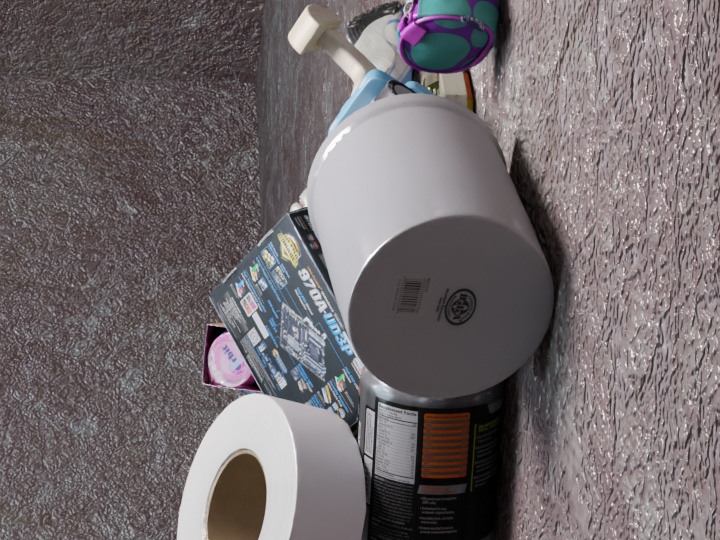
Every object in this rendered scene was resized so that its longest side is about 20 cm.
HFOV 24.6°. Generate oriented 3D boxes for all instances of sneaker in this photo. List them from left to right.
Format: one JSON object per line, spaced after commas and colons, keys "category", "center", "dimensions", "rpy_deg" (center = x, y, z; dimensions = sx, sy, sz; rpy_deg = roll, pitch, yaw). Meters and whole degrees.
{"category": "sneaker", "center": [0.026, -0.246, 1.881], "dimensions": [0.201, 0.071, 0.073], "rpy_deg": [-88, -23, -55]}

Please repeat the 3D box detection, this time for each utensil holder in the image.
{"category": "utensil holder", "center": [0.053, -0.020, 1.281], "dimensions": [0.200, 0.169, 0.171], "rpy_deg": [-108, 20, -59]}

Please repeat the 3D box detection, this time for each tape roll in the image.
{"category": "tape roll", "center": [-0.079, 0.209, 1.392], "dimensions": [0.202, 0.070, 0.204], "rpy_deg": [-30, 53, 49]}

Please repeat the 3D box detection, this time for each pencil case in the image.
{"category": "pencil case", "center": [0.072, -0.276, 1.422], "dimensions": [0.085, 0.092, 0.201], "rpy_deg": [-24, 58, 42]}

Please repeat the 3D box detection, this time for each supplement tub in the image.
{"category": "supplement tub", "center": [0.057, 0.143, 1.379], "dimensions": [0.123, 0.122, 0.201], "rpy_deg": [-115, 28, -73]}

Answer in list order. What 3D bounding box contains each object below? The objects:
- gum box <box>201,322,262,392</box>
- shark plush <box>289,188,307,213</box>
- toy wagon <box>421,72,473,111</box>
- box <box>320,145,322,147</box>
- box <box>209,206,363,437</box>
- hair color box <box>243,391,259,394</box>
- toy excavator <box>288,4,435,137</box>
{"category": "gum box", "center": [-0.047, 0.094, 1.691], "dimensions": [0.113, 0.199, 0.067], "rpy_deg": [-1, -84, -66]}
{"category": "shark plush", "center": [0.000, 0.000, 1.658], "dimensions": [0.200, 0.083, 0.091], "rpy_deg": [39, 156, 18]}
{"category": "toy wagon", "center": [0.073, -0.131, 1.604], "dimensions": [0.200, 0.039, 0.156], "rpy_deg": [180, 92, -83]}
{"category": "box", "center": [0.029, -0.024, 1.577], "dimensions": [0.159, 0.048, 0.201], "rpy_deg": [51, -163, -32]}
{"category": "box", "center": [-0.048, 0.063, 1.572], "dimensions": [0.159, 0.046, 0.201], "rpy_deg": [-44, 71, 43]}
{"category": "hair color box", "center": [-0.047, 0.124, 1.807], "dimensions": [0.200, 0.100, 0.061], "rpy_deg": [30, 159, 38]}
{"category": "toy excavator", "center": [0.016, -0.148, 1.495], "dimensions": [0.100, 0.194, 0.200], "rpy_deg": [-54, 14, 23]}
